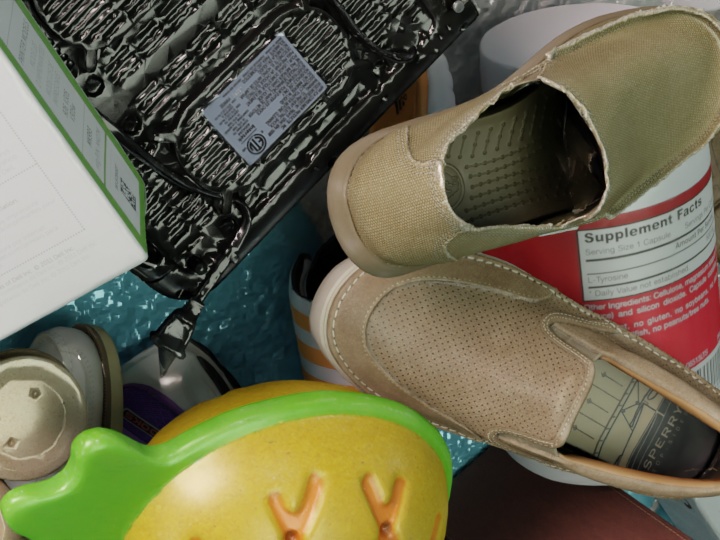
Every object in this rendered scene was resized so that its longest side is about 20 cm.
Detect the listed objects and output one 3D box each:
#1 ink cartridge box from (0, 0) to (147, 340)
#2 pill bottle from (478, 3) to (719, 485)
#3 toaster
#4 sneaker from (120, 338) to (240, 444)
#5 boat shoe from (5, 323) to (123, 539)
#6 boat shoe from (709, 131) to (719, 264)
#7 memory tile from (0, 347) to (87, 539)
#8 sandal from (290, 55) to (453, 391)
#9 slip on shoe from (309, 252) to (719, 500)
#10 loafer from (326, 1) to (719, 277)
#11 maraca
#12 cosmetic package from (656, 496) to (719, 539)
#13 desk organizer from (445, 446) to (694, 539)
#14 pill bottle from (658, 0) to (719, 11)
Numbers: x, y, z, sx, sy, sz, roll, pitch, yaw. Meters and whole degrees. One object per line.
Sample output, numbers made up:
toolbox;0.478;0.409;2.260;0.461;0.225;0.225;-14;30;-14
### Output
ink cartridge box;-0.164;-0.066;0.644;0.103;0.059;0.200;-27;121;9
pill bottle;0.107;-0.013;0.898;0.112;0.112;0.201;-18;116;-20
toaster;-0.082;-0.103;0.763;0.200;0.119;0.181;-46;122;-4
sneaker;-0.059;0.120;0.900;0.083;0.081;0.201;-33;112;3
boat shoe;-0.160;0.114;0.833;0.068;0.075;0.201;14;102;-34
boat shoe;0.219;-0.011;0.987;0.071;0.065;0.200;-42;104;4
memory tile;-0.208;0.094;0.733;0.153;0.017;0.201;34;87;-23
sandal;-0.003;-0.003;0.865;0.059;0.079;0.208;-1;103;-21
slip on shoe;0.075;0.047;0.816;0.199;0.061;0.076;27;93;-19
loafer;0.082;-0.050;0.769;0.199;0.067;0.076;-29;106;-27
maraca;-0.052;0.104;0.783;0.199;0.107;0.138;-1;124;-29
cosmetic package;0.233;0.135;1.044;0.101;0.071;0.200;-41;122;-8
desk organizer;0.110;0.150;0.912;0.077;0.200;0.072;-40;121;-10
pill bottle;0.115;-0.212;0.825;0.114;0.114;0.200;-44;122;-5
